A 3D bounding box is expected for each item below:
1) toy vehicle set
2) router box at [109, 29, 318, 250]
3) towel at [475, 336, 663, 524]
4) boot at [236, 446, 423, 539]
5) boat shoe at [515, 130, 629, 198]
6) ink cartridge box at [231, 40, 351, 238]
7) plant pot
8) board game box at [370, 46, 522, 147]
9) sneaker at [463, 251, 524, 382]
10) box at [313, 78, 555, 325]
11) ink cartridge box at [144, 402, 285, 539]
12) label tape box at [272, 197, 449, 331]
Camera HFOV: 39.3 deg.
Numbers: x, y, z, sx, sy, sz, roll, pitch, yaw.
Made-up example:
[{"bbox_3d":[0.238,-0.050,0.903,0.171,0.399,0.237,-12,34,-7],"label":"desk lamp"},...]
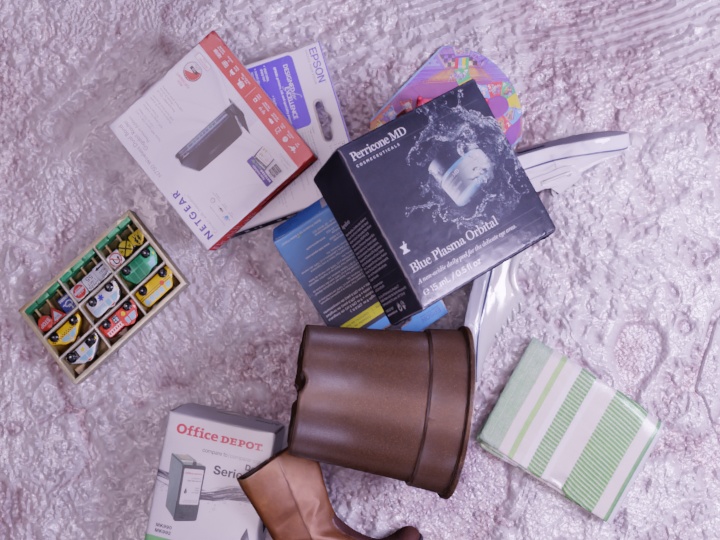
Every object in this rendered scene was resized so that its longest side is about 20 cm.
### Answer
[{"bbox_3d":[-0.334,0.035,1.317,0.199,0.027,0.125,-42,86,3],"label":"toy vehicle set"},{"bbox_3d":[-0.181,-0.159,1.253,0.179,0.049,0.201,-41,88,4],"label":"router box"},{"bbox_3d":[0.264,0.202,1.266,0.198,0.023,0.154,31,91,6],"label":"towel"},{"bbox_3d":[-0.033,0.297,1.241,0.186,0.068,0.203,-24,90,-16],"label":"boot"},{"bbox_3d":[0.241,-0.125,1.257,0.196,0.074,0.067,-13,103,8],"label":"boat shoe"},{"bbox_3d":[-0.112,-0.166,1.294,0.196,0.043,0.202,-17,88,5],"label":"ink cartridge box"},{"bbox_3d":[0.019,0.152,1.181,0.194,0.200,0.205,9,89,-6],"label":"plant pot"},{"bbox_3d":[0.110,-0.185,1.277,0.200,0.039,0.158,-44,86,3],"label":"board game box"},{"bbox_3d":[0.168,0.045,1.251,0.069,0.073,0.204,12,90,8],"label":"sneaker"},{"bbox_3d":[0.083,-0.077,1.158,0.195,0.117,0.202,-29,87,-19],"label":"box"},{"bbox_3d":[-0.185,0.283,1.270,0.143,0.084,0.204,10,89,4],"label":"ink cartridge box"},{"bbox_3d":[0.000,0.000,1.263,0.143,0.063,0.202,-31,107,3],"label":"label tape box"}]
